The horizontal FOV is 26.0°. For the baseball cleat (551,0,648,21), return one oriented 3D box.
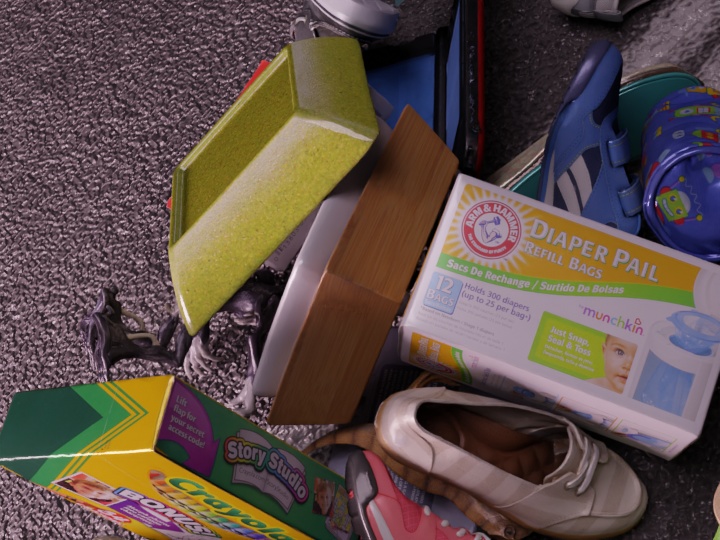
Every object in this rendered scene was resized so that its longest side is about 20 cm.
[{"bbox_3d":[0.224,-0.291,1.270,0.105,0.070,0.202,16,80,25],"label":"baseball cleat"}]

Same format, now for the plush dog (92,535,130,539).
[{"bbox_3d":[-0.196,0.303,1.095,0.199,0.160,0.173,32,105,37],"label":"plush dog"}]

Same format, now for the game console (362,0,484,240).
[{"bbox_3d":[0.031,-0.129,1.236,0.117,0.173,0.202,3,61,-3],"label":"game console"}]

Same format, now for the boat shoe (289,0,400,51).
[{"bbox_3d":[-0.017,-0.198,1.286,0.072,0.071,0.200,-65,11,7],"label":"boat shoe"}]

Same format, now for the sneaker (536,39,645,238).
[{"bbox_3d":[0.170,-0.063,1.113,0.081,0.074,0.202,13,111,15],"label":"sneaker"}]

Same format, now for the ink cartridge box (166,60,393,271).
[{"bbox_3d":[-0.083,-0.101,1.277,0.199,0.050,0.162,28,82,48],"label":"ink cartridge box"}]

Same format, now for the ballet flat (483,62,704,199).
[{"bbox_3d":[0.167,-0.098,1.184,0.199,0.068,0.062,-34,25,2],"label":"ballet flat"}]

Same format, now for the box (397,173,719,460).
[{"bbox_3d":[0.134,0.032,1.017,0.198,0.101,0.114,19,76,5],"label":"box"}]

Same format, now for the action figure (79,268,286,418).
[{"bbox_3d":[-0.113,0.053,1.209,0.198,0.103,0.119,-7,17,-22],"label":"action figure"}]

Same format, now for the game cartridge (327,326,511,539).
[{"bbox_3d":[0.042,0.139,1.124,0.132,0.041,0.202,1,63,30],"label":"game cartridge"}]

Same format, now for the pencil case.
[{"bbox_3d":[0.233,-0.070,1.060,0.086,0.079,0.200,-8,17,11],"label":"pencil case"}]

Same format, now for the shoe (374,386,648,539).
[{"bbox_3d":[0.106,0.126,1.019,0.053,0.198,0.071,137,149,-60],"label":"shoe"}]

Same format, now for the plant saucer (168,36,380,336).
[{"bbox_3d":[-0.077,-0.079,1.134,0.200,0.048,0.200,-45,23,17],"label":"plant saucer"}]

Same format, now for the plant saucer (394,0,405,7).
[{"bbox_3d":[0.100,-0.286,1.281,0.200,0.019,0.070,-45,7,-30],"label":"plant saucer"}]

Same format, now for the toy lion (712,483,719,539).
[{"bbox_3d":[0.239,0.253,0.952,0.200,0.069,0.192,-43,60,-2],"label":"toy lion"}]

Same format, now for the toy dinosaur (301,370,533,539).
[{"bbox_3d":[0.036,0.121,1.079,0.199,0.060,0.107,22,75,33],"label":"toy dinosaur"}]

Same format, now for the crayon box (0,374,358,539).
[{"bbox_3d":[-0.122,0.143,1.074,0.171,0.199,0.059,-7,58,42],"label":"crayon box"}]

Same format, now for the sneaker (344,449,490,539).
[{"bbox_3d":[0.060,0.196,1.029,0.086,0.074,0.201,-31,91,-10],"label":"sneaker"}]

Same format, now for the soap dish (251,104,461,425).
[{"bbox_3d":[0.000,0.000,1.107,0.081,0.158,0.201,23,42,2],"label":"soap dish"}]
